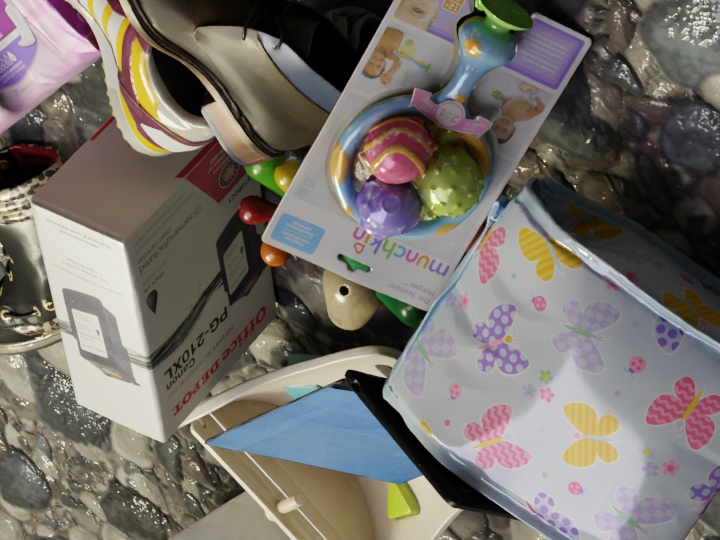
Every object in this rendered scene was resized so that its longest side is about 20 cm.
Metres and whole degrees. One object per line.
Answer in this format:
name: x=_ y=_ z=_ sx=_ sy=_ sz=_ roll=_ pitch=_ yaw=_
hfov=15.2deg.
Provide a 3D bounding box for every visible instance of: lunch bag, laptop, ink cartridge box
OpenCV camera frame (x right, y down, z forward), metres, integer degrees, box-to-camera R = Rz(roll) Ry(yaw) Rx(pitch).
lunch bag: x=0.135 y=0.059 z=1.593 sx=0.200 sy=0.127 sz=0.170 roll=33 pitch=109 yaw=3
laptop: x=0.041 y=0.138 z=1.699 sx=0.116 sy=0.187 sz=0.200 roll=-57 pitch=47 yaw=18
ink cartridge box: x=-0.135 y=-0.007 z=1.820 sx=0.084 sy=0.145 sz=0.201 roll=23 pitch=143 yaw=25

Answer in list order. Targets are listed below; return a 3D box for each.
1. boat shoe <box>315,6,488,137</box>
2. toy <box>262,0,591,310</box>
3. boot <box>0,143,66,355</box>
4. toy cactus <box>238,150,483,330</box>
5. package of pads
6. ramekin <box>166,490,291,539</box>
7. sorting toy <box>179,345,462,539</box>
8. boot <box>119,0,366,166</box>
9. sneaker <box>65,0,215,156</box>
boat shoe: x=0.003 y=-0.123 z=1.632 sx=0.200 sy=0.070 sz=0.072 roll=26 pitch=122 yaw=28
toy: x=0.038 y=-0.068 z=1.551 sx=0.115 sy=0.047 sz=0.201 roll=23 pitch=113 yaw=-15
boot: x=-0.252 y=-0.015 z=1.996 sx=0.199 sy=0.073 sz=0.151 roll=-1 pitch=129 yaw=41
toy cactus: x=0.000 y=0.000 z=1.755 sx=0.199 sy=0.103 sz=0.165 roll=27 pitch=155 yaw=7
package of pads: x=-0.234 y=-0.173 z=1.795 sx=0.121 sy=0.076 sz=0.200 roll=47 pitch=147 yaw=-10
ramekin: x=-0.125 y=0.247 z=2.034 sx=0.098 sy=0.200 sz=0.200 roll=58 pitch=146 yaw=2
sorting toy: x=0.003 y=0.122 z=1.880 sx=0.200 sy=0.107 sz=0.180 roll=48 pitch=139 yaw=-10
boot: x=-0.069 y=-0.152 z=1.562 sx=0.097 sy=0.075 sz=0.200 roll=-13 pitch=129 yaw=30
sneaker: x=-0.137 y=-0.170 z=1.677 sx=0.090 sy=0.075 sz=0.201 roll=-12 pitch=107 yaw=58
